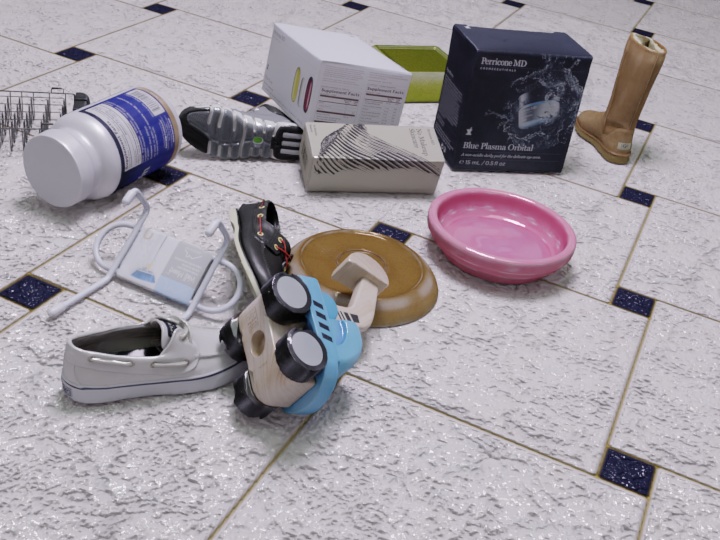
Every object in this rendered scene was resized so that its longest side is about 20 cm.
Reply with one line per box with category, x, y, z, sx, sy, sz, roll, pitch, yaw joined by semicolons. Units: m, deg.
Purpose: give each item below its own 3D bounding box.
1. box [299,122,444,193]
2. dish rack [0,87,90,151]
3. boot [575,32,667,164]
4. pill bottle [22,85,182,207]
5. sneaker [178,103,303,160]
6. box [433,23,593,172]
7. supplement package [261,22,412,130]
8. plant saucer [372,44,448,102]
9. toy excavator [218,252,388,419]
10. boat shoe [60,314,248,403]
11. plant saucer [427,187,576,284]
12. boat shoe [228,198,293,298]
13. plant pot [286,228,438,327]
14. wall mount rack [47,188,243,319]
box;0.015;-0.162;1.353;0.198;0.069;0.083;-2;50;-16
dish rack;-0.482;-0.212;1.325;0.198;0.055;0.154;0;31;-12
boot;0.444;-0.307;1.595;0.065;0.202;0.176;-1;33;-18
pill bottle;-0.334;-0.162;1.222;0.115;0.117;0.200;22;33;19
sneaker;-0.181;-0.217;1.411;0.198;0.076;0.116;9;25;-21
box;0.234;-0.269;1.476;0.194;0.202;0.118;0;32;-15
supplement package;-0.042;-0.292;1.441;0.154;0.112;0.200;2;27;-29
plant saucer;0.109;-0.379;1.764;0.198;0.048;0.200;-4;35;-22
toy excavator;-0.039;0.059;0.966;0.199;0.100;0.196;15;46;-40
boat shoe;-0.194;0.076;0.922;0.198;0.066;0.072;-5;36;-25
plant saucer;0.184;-0.043;1.240;0.198;0.051;0.201;7;32;-4
boat shoe;-0.113;-0.024;1.095;0.062;0.074;0.202;-17;32;-2
plant pot;0.000;0.000;1.142;0.198;0.028;0.201;7;32;-4
wall mount rack;-0.237;0.007;1.027;0.198;0.075;0.175;20;71;18
